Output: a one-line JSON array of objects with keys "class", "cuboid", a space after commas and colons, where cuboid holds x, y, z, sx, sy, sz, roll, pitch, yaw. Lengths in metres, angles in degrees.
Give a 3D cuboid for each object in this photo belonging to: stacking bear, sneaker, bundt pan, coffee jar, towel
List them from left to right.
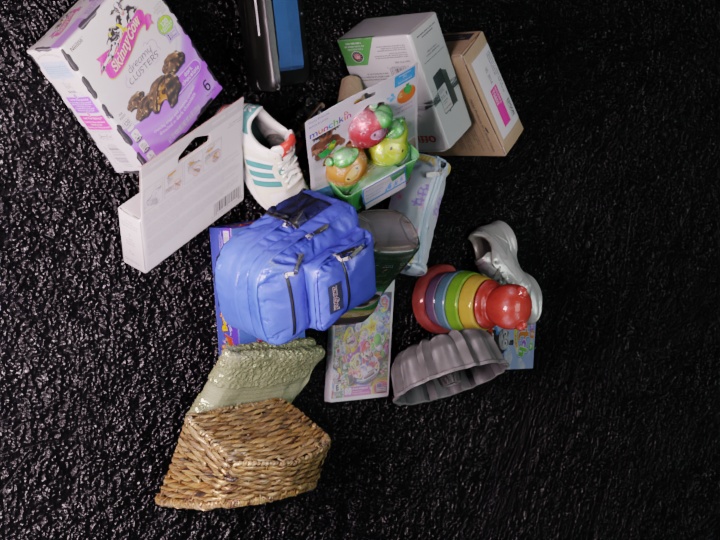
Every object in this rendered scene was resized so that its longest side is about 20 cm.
[{"class": "towel", "cuboid": [-0.144, 0.160, 1.652, 0.200, 0.036, 0.149, 2, 125, -51]}, {"class": "sneaker", "cuboid": [-0.117, -0.149, 1.613, 0.200, 0.093, 0.070, 54, 55, -27]}, {"class": "coffee jar", "cuboid": [0.000, 0.000, 1.732, 0.104, 0.200, 0.085, -4, 55, -33]}, {"class": "bundt pan", "cuboid": [0.137, 0.153, 1.926, 0.202, 0.202, 0.076, 2, 64, -49]}, {"class": "stacking bear", "cuboid": [0.197, 0.055, 1.963, 0.114, 0.200, 0.122, 2, 92, -49]}, {"class": "sneaker", "cuboid": [0.252, 0.010, 2.096, 0.100, 0.075, 0.200, -12, 72, -41]}]

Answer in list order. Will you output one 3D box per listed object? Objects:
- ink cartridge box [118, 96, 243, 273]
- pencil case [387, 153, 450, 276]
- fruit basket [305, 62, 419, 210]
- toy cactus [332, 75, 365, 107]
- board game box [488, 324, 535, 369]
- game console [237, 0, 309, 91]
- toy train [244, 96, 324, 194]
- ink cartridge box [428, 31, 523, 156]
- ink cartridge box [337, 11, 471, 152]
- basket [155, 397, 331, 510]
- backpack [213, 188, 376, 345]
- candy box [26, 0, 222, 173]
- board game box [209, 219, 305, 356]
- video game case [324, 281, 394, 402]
[{"class": "ink cartridge box", "cuboid": [-0.229, -0.118, 1.519, 0.200, 0.045, 0.176, -42, 150, -39]}, {"class": "pencil case", "cuboid": [0.089, -0.091, 1.909, 0.083, 0.091, 0.200, 26, 75, -48]}, {"class": "fruit basket", "cuboid": [0.010, -0.175, 1.630, 0.185, 0.094, 0.200, -30, 154, -18]}, {"class": "toy cactus", "cuboid": [-0.005, -0.221, 1.778, 0.200, 0.102, 0.165, 40, 43, -58]}, {"class": "board game box", "cuboid": [0.256, 0.107, 2.164, 0.200, 0.037, 0.152, 3, 91, -50]}, {"class": "game console", "cuboid": [-0.108, -0.357, 1.642, 0.116, 0.176, 0.200, -11, 103, -19]}, {"class": "toy train", "cuboid": [-0.108, -0.182, 1.708, 0.046, 0.034, 0.200, 46, 58, -19]}, {"class": "ink cartridge box", "cuboid": [0.152, -0.284, 1.908, 0.075, 0.165, 0.200, -53, 130, -32]}, {"class": "ink cartridge box", "cuboid": [0.070, -0.290, 1.828, 0.083, 0.146, 0.200, -46, 127, -37]}, {"class": "basket", "cuboid": [-0.149, 0.278, 1.594, 0.200, 0.143, 0.149, -3, 121, -50]}, {"class": "backpack", "cuboid": [-0.087, 0.001, 1.576, 0.200, 0.168, 0.163, -30, 126, -35]}, {"class": "candy box", "cuboid": [-0.289, -0.249, 1.468, 0.168, 0.071, 0.200, -56, 132, -29]}, {"class": "board game box", "cuboid": [-0.145, 0.029, 1.683, 0.134, 0.045, 0.200, -13, 103, -48]}, {"class": "video game case", "cuboid": [0.000, 0.106, 1.879, 0.143, 0.018, 0.200, 1, 92, -49]}]
